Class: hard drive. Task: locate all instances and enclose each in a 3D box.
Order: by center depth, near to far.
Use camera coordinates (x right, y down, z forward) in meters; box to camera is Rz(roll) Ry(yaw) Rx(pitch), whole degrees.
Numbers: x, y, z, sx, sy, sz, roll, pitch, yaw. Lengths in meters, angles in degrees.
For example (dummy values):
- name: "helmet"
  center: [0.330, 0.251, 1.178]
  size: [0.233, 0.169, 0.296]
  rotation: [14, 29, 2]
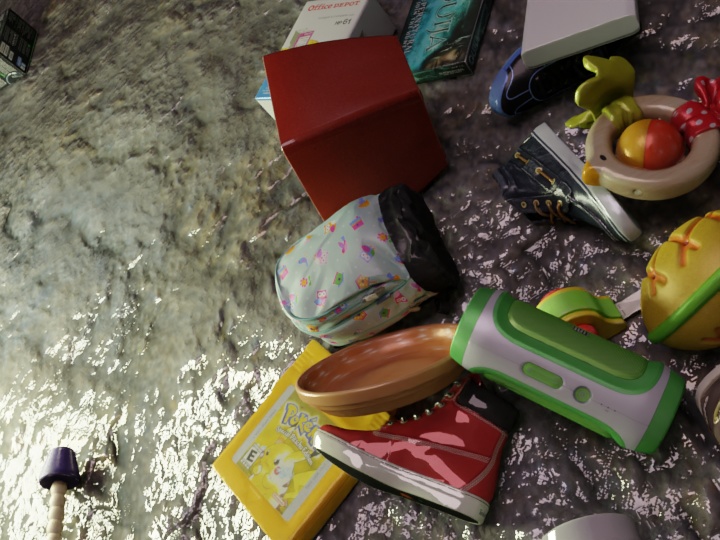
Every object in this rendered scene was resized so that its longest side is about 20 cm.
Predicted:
- name: "hard drive"
  center: [0.265, -0.323, 0.990]
  size: [0.131, 0.027, 0.201]
  rotation: [-14, 37, 27]

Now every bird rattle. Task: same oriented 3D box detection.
- name: "bird rattle"
  center: [0.307, -0.135, 0.836]
  size: [0.199, 0.113, 0.164]
  rotation: [17, 63, 16]

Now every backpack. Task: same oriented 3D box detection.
- name: "backpack"
  center: [0.000, 0.000, 0.975]
  size: [0.199, 0.126, 0.168]
  rotation: [-33, 49, 19]

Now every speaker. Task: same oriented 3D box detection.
- name: "speaker"
  center: [0.187, 0.089, 0.751]
  size: [0.199, 0.089, 0.089]
  rotation: [25, 76, 17]

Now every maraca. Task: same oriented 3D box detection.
- name: "maraca"
  center: [0.324, -0.007, 0.716]
  size: [0.107, 0.137, 0.200]
  rotation: [43, 124, 12]

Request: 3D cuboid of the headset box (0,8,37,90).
- name: "headset box"
  center: [-0.938, -0.537, 2.079]
  size: [0.199, 0.093, 0.175]
  rotation: [-24, 49, 23]

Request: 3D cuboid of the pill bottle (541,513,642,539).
- name: "pill bottle"
  center: [0.203, 0.298, 0.625]
  size: [0.111, 0.111, 0.201]
  rotation: [-27, 48, 20]

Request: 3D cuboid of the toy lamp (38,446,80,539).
- name: "toy lamp"
  center: [-0.412, 0.335, 1.104]
  size: [0.058, 0.058, 0.201]
  rotation: [-26, 47, 20]

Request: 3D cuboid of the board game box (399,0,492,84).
- name: "board game box"
  center: [0.124, -0.363, 1.202]
  size: [0.135, 0.028, 0.201]
  rotation: [-2, 60, 37]

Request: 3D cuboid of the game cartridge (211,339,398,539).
- name: "game cartridge"
  center: [-0.066, 0.200, 0.953]
  size: [0.200, 0.032, 0.176]
  rotation: [-53, 45, -4]

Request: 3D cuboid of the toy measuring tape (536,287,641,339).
- name: "toy measuring tape"
  center: [0.239, 0.032, 0.811]
  size: [0.199, 0.074, 0.074]
  rotation: [-33, 46, 15]

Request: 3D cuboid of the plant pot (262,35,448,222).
- name: "plant pot"
  center: [0.002, -0.187, 1.067]
  size: [0.175, 0.200, 0.201]
  rotation: [-22, 49, 9]

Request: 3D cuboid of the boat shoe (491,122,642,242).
- name: "boat shoe"
  center: [0.224, -0.076, 0.906]
  size: [0.091, 0.071, 0.201]
  rotation: [-44, 41, 15]

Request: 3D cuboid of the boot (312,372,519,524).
- name: "boot"
  center: [0.058, 0.161, 0.851]
  size: [0.199, 0.072, 0.145]
  rotation: [13, 68, 26]

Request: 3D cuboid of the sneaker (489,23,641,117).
- name: "sneaker"
  center: [0.250, -0.256, 1.002]
  size: [0.200, 0.070, 0.078]
  rotation: [-42, 37, 4]

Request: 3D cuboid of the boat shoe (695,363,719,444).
- name: "boat shoe"
  center: [0.356, 0.064, 0.661]
  size: [0.200, 0.072, 0.060]
  rotation: [-52, 5, 23]

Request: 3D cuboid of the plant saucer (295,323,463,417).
- name: "plant saucer"
  center: [0.030, 0.107, 0.871]
  size: [0.199, 0.038, 0.200]
  rotation: [-17, 9, 3]

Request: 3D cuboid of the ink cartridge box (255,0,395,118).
- name: "ink cartridge box"
  center: [-0.053, -0.323, 1.268]
  size: [0.144, 0.085, 0.201]
  rotation: [8, 65, 41]
